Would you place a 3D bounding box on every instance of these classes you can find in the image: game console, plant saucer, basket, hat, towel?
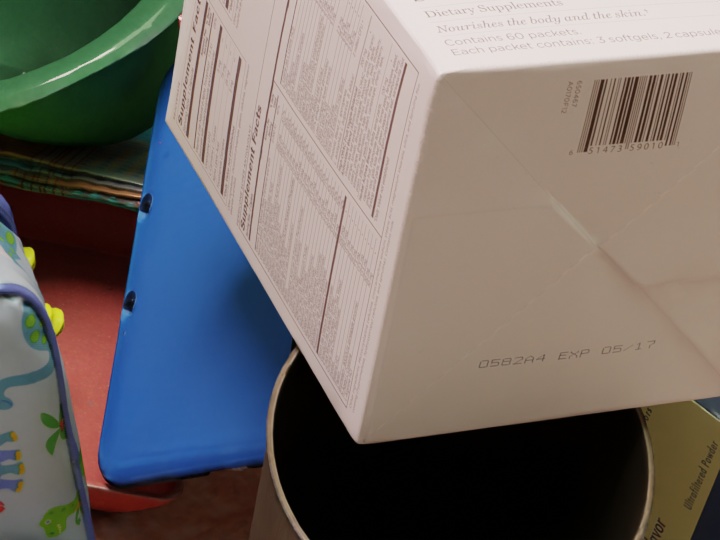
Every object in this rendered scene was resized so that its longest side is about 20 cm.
[{"bbox_3d":[0.000,0.000,1.147,0.170,0.118,0.201,14,67,-15],"label":"game console"},{"bbox_3d":[-0.170,0.026,1.215,0.198,0.037,0.201,11,37,-7],"label":"plant saucer"},{"bbox_3d":[0.014,0.136,1.012,0.135,0.201,0.181,16,37,1],"label":"basket"},{"bbox_3d":[-0.119,-0.066,1.269,0.200,0.177,0.165,-35,42,-21],"label":"hat"},{"bbox_3d":[-0.147,-0.057,1.287,0.199,0.022,0.147,13,13,7],"label":"towel"}]

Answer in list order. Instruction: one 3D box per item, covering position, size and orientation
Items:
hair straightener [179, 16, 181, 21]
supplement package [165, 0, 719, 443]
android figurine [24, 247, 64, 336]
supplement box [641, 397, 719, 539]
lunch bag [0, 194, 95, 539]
[{"bbox_3d":[-0.022,-0.104,1.425,0.199,0.041,0.077,23,37,8],"label":"hair straightener"},{"bbox_3d":[0.040,-0.066,0.987,0.151,0.151,0.200,-6,38,-24],"label":"supplement package"},{"bbox_3d":[-0.207,-0.020,1.136,0.199,0.041,0.182,26,21,-35],"label":"android figurine"},{"bbox_3d":[0.136,0.035,1.236,0.200,0.135,0.199,36,42,24],"label":"supplement box"},{"bbox_3d":[-0.184,0.069,1.013,0.160,0.201,0.083,-19,46,-13],"label":"lunch bag"}]
